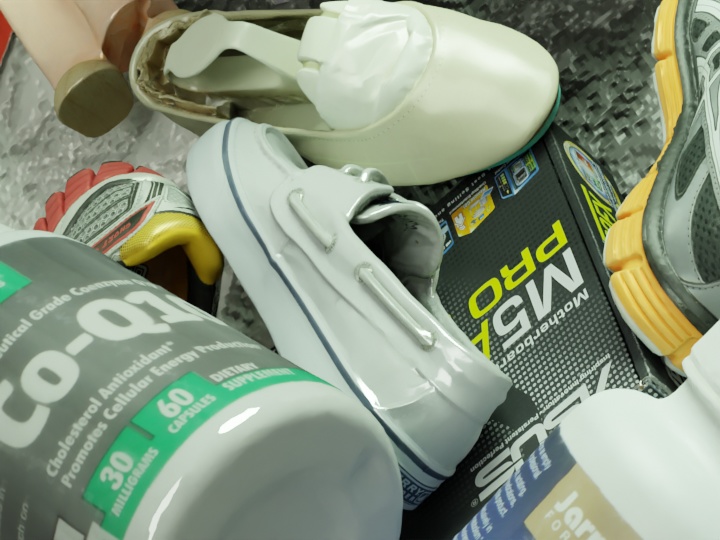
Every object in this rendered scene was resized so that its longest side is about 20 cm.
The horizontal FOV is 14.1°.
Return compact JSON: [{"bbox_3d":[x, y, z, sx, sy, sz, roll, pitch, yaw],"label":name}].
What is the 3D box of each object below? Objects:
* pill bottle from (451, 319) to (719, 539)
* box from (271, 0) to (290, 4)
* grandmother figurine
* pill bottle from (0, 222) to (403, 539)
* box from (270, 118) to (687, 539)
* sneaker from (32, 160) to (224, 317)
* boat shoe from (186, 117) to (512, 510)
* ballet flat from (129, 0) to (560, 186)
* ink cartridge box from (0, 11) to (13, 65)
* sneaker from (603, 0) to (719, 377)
[{"bbox_3d":[0.079,0.108,0.887,0.200,0.111,0.111,-48,59,9],"label":"pill bottle"},{"bbox_3d":[0.055,-0.146,1.082,0.199,0.039,0.042,-14,68,9],"label":"box"},{"bbox_3d":[-0.139,-0.150,1.201,0.121,0.061,0.200,-29,63,-22],"label":"grandmother figurine"},{"bbox_3d":[-0.091,0.055,0.937,0.199,0.113,0.114,27,89,40],"label":"pill bottle"},{"bbox_3d":[0.021,0.061,1.018,0.200,0.044,0.161,-41,32,18],"label":"box"},{"bbox_3d":[-0.099,0.063,1.053,0.082,0.077,0.201,22,102,63],"label":"sneaker"},{"bbox_3d":[0.000,0.000,1.007,0.065,0.073,0.200,-43,43,11],"label":"boat shoe"},{"bbox_3d":[-0.014,-0.072,1.079,0.199,0.069,0.070,4,77,48],"label":"ballet flat"},{"bbox_3d":[-0.236,-0.074,1.245,0.161,0.050,0.201,18,87,31],"label":"ink cartridge box"},{"bbox_3d":[0.142,-0.050,0.976,0.077,0.078,0.201,-34,28,39],"label":"sneaker"}]
